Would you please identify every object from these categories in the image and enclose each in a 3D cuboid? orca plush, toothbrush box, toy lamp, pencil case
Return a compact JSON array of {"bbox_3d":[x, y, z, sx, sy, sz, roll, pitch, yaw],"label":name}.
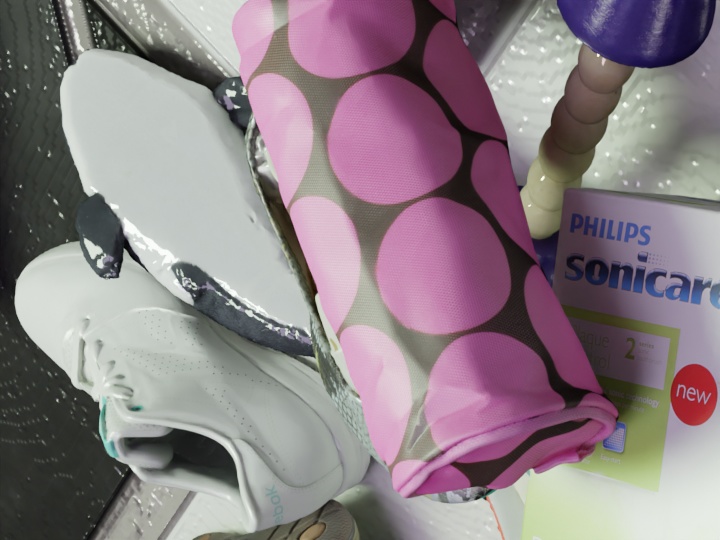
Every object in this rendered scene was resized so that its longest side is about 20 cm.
[{"bbox_3d":[-0.048,-0.021,1.121,0.200,0.071,0.105,28,86,23],"label":"orca plush"},{"bbox_3d":[0.137,0.079,0.907,0.146,0.086,0.200,13,96,48],"label":"toothbrush box"},{"bbox_3d":[0.083,-0.063,0.936,0.058,0.058,0.200,44,148,14],"label":"toy lamp"},{"bbox_3d":[0.026,-0.017,0.912,0.091,0.094,0.200,-27,66,23],"label":"pencil case"}]

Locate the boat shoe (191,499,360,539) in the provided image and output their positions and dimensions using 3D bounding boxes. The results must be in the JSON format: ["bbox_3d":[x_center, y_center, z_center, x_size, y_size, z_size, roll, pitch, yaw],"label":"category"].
[{"bbox_3d":[-0.058,0.166,1.216,0.073,0.074,0.200,56,145,-8],"label":"boat shoe"}]

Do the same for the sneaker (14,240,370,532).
[{"bbox_3d":[-0.096,0.053,1.172,0.200,0.088,0.075,28,132,29],"label":"sneaker"}]

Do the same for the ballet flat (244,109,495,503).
[{"bbox_3d":[0.000,0.000,1.007,0.072,0.072,0.200,-60,43,45],"label":"ballet flat"}]

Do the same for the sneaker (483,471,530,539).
[{"bbox_3d":[0.093,0.077,1.040,0.093,0.070,0.200,-22,84,14],"label":"sneaker"}]
